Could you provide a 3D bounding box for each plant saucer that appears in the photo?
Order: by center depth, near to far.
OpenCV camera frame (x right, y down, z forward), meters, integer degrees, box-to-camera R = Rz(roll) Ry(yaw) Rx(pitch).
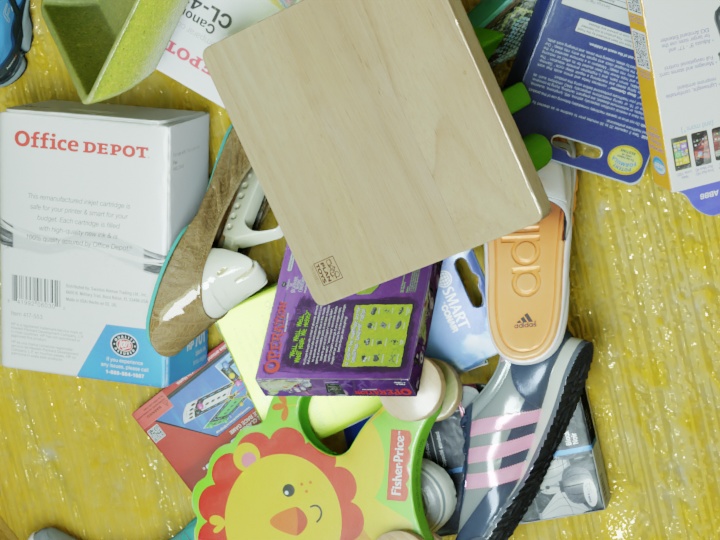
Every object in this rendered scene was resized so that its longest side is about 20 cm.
[{"bbox_3d":[-0.157,-0.235,1.647,0.048,0.200,0.201,20,109,-26],"label":"plant saucer"}]

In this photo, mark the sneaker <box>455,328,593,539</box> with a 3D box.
[{"bbox_3d":[0.100,0.126,1.672,0.082,0.070,0.201,27,101,19],"label":"sneaker"}]

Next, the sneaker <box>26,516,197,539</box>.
[{"bbox_3d":[-0.162,0.232,1.780,0.199,0.084,0.121,32,106,6],"label":"sneaker"}]

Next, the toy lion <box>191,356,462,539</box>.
[{"bbox_3d":[-0.029,0.157,1.655,0.190,0.069,0.202,4,87,18],"label":"toy lion"}]

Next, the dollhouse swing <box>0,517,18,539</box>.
[{"bbox_3d":[-0.357,0.237,1.781,0.181,0.176,0.200,-39,92,17],"label":"dollhouse swing"}]

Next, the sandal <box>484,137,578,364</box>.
[{"bbox_3d":[0.118,-0.038,1.629,0.078,0.059,0.209,-7,70,12],"label":"sandal"}]

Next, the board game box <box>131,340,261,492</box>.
[{"bbox_3d":[-0.074,0.094,1.764,0.200,0.019,0.103,-38,92,18],"label":"board game box"}]

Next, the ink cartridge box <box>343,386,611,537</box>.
[{"bbox_3d":[0.084,0.148,1.727,0.198,0.039,0.100,-12,99,16],"label":"ink cartridge box"}]

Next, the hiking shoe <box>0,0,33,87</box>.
[{"bbox_3d":[-0.279,-0.233,1.708,0.074,0.087,0.202,5,103,12],"label":"hiking shoe"}]

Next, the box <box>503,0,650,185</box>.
[{"bbox_3d":[0.180,-0.170,1.612,0.120,0.032,0.201,15,104,-21],"label":"box"}]

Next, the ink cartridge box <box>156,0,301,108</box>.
[{"bbox_3d":[-0.050,-0.211,1.660,0.147,0.086,0.201,30,105,5],"label":"ink cartridge box"}]

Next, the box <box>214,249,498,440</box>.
[{"bbox_3d":[0.003,0.044,1.701,0.199,0.048,0.123,-25,93,3],"label":"box"}]

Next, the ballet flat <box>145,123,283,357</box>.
[{"bbox_3d":[-0.092,-0.024,1.674,0.072,0.068,0.201,10,63,29],"label":"ballet flat"}]

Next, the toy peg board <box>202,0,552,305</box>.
[{"bbox_3d":[0.026,-0.108,1.584,0.198,0.098,0.201,-21,96,33],"label":"toy peg board"}]

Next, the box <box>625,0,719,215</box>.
[{"bbox_3d":[0.255,-0.144,1.593,0.118,0.041,0.202,-14,108,-11],"label":"box"}]

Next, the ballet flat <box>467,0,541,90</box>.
[{"bbox_3d":[0.073,-0.143,1.658,0.199,0.074,0.074,-35,92,21],"label":"ballet flat"}]

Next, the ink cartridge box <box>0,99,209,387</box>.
[{"bbox_3d":[-0.194,-0.023,1.726,0.145,0.086,0.202,6,102,20],"label":"ink cartridge box"}]

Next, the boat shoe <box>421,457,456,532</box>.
[{"bbox_3d":[-0.022,0.190,1.719,0.199,0.071,0.071,-13,98,33],"label":"boat shoe"}]

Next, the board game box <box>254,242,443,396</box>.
[{"bbox_3d":[0.000,0.000,1.647,0.119,0.201,0.032,2,147,17],"label":"board game box"}]
